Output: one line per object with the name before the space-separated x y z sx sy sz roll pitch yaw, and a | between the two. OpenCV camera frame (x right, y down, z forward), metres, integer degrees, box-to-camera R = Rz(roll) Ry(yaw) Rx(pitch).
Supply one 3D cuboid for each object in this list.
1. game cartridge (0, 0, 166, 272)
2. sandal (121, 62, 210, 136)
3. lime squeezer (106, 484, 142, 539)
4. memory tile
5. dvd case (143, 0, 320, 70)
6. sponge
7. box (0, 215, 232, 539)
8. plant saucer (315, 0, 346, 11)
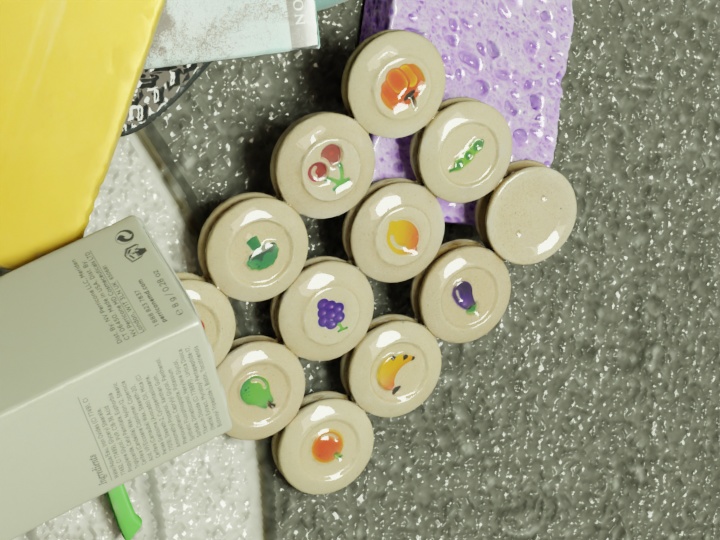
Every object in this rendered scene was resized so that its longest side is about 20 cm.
game cartridge | -0.165 -0.114 0.699 0.176 0.032 0.200 19 98 -17
sandal | -0.059 -0.136 0.806 0.200 0.045 0.075 -40 100 -7
lime squeezer | -0.152 0.039 0.777 0.071 0.038 0.200 -42 123 14
memory tile | 0.000 0.000 0.849 0.200 0.017 0.153 -49 121 -3
dvd case | -0.122 -0.149 0.729 0.200 0.022 0.146 -8 102 -11
sponge | 0.054 -0.121 0.887 0.112 0.030 0.200 6 93 -33
box | -0.156 0.063 0.706 0.200 0.068 0.082 -25 143 -13
plant saucer | -0.043 -0.208 0.769 0.200 0.027 0.200 -1 93 -11
